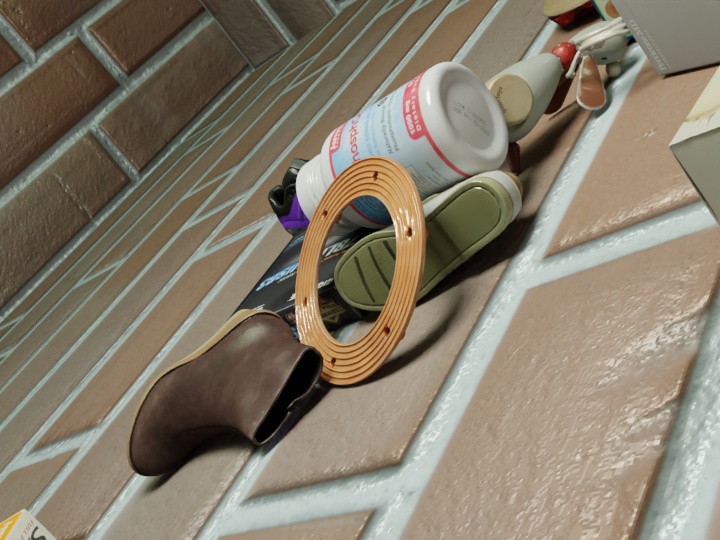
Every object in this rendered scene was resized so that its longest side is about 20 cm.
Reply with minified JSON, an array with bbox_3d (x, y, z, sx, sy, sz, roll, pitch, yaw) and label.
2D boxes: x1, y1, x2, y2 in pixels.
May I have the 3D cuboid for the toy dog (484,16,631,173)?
[{"bbox_3d":[0.188,-0.168,1.082,0.199,0.097,0.132,-25,10,4],"label":"toy dog"}]

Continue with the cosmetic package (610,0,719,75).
[{"bbox_3d":[0.317,-0.245,0.933,0.090,0.107,0.200,-45,16,-21],"label":"cosmetic package"}]

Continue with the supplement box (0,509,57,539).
[{"bbox_3d":[-0.373,0.319,0.998,0.200,0.074,0.126,-32,19,23],"label":"supplement box"}]

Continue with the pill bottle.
[{"bbox_3d":[0.033,-0.106,1.031,0.200,0.109,0.109,-27,21,40],"label":"pill bottle"}]

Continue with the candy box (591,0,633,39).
[{"bbox_3d":[0.360,-0.336,1.129,0.169,0.077,0.200,-48,18,-30],"label":"candy box"}]

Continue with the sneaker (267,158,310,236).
[{"bbox_3d":[-0.044,-0.098,1.325,0.200,0.100,0.070,-23,25,44],"label":"sneaker"}]

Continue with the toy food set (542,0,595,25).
[{"bbox_3d":[0.318,-0.378,1.373,0.200,0.049,0.198,-29,20,33],"label":"toy food set"}]

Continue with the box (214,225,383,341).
[{"bbox_3d":[-0.037,-0.001,1.159,0.200,0.050,0.199,-24,22,43],"label":"box"}]

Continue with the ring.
[{"bbox_3d":[0.000,0.000,0.950,0.200,0.019,0.201,-24,61,53],"label":"ring"}]

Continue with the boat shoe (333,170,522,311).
[{"bbox_3d":[0.064,-0.024,0.979,0.200,0.075,0.068,-28,2,35],"label":"boat shoe"}]

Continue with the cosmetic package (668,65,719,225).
[{"bbox_3d":[0.299,-0.127,0.727,0.103,0.073,0.200,-17,27,51],"label":"cosmetic package"}]

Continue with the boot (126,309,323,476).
[{"bbox_3d":[-0.129,0.125,0.990,0.200,0.072,0.166,-53,27,-5],"label":"boot"}]
